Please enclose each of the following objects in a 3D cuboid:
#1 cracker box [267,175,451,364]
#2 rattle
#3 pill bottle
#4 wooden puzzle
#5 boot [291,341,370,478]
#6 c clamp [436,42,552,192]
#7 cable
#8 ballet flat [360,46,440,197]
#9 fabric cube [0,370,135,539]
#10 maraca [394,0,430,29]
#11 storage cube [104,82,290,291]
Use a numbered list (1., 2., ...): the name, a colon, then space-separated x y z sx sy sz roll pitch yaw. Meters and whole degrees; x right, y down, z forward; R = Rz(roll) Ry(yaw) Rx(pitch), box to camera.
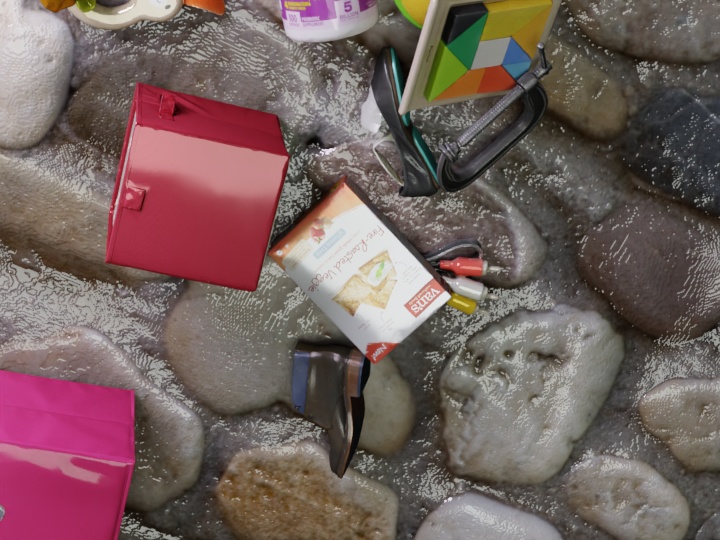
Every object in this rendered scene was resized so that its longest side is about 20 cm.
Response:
1. cracker box: 0.000 0.000 1.730 0.134 0.058 0.200 -42 100 11
2. rattle: -0.248 -0.321 1.545 0.200 0.143 0.130 18 90 -8
3. pill bottle: -0.048 -0.369 1.564 0.112 0.112 0.200 -12 113 -3
4. wooden puzzle: 0.148 -0.262 1.600 0.200 0.037 0.185 -17 146 -26
5. boot: -0.045 0.179 1.826 0.097 0.075 0.200 13 117 10
6. c clamp: 0.160 -0.178 1.665 0.200 0.171 0.027 -44 68 5
7. cable: 0.082 0.002 1.767 0.199 0.050 0.097 7 113 -11
8. ballet flat: 0.041 -0.172 1.685 0.068 0.068 0.200 -17 114 12
9. fabric cube: -0.397 0.260 1.723 0.199 0.200 0.197 11 109 -14
10. maraca: 0.125 -0.336 1.608 0.200 0.107 0.137 10 110 -28
11. storage cube: -0.193 -0.100 1.620 0.179 0.171 0.200 12 110 -13
